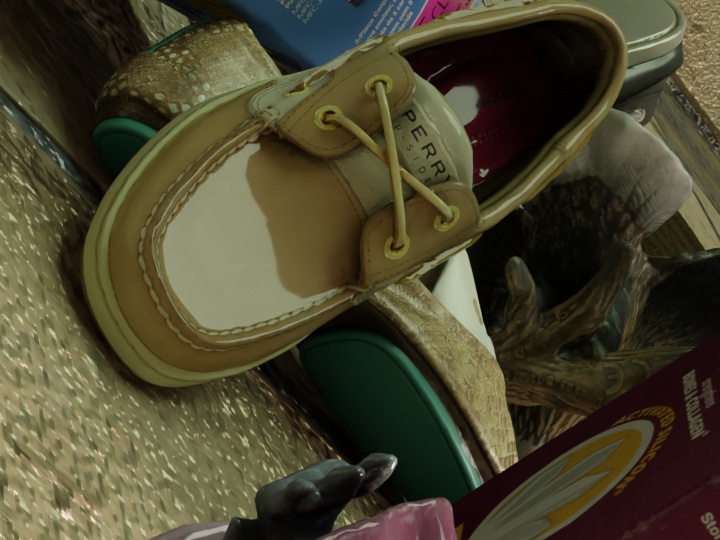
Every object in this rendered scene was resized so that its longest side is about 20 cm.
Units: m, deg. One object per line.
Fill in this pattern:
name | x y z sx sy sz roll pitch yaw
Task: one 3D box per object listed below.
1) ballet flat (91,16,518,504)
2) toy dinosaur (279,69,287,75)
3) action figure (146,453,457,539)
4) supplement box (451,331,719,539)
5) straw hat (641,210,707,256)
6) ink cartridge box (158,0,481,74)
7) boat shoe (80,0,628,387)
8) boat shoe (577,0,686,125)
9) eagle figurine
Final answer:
ballet flat | 0.000 0.000 0.744 0.070 0.065 0.200 -1 -45 52
toy dinosaur | -0.008 -0.069 0.888 0.101 0.200 0.058 -47 136 -41
action figure | -0.001 0.141 0.412 0.149 0.134 0.200 -23 -92 60
supplement box | 0.108 0.085 0.654 0.103 0.200 0.131 55 11 -7
straw hat | 0.112 0.042 1.035 0.201 0.085 0.201 59 -4 7
ink cartridge box | -0.058 -0.131 0.758 0.136 0.076 0.200 30 -2 28
boat shoe | 0.004 -0.033 0.674 0.200 0.066 0.074 -38 101 -43
boat shoe | 0.049 -0.063 0.962 0.067 0.200 0.057 45 -38 40
eagle figurine | 0.082 0.024 0.874 0.152 0.151 0.200 59 18 2
